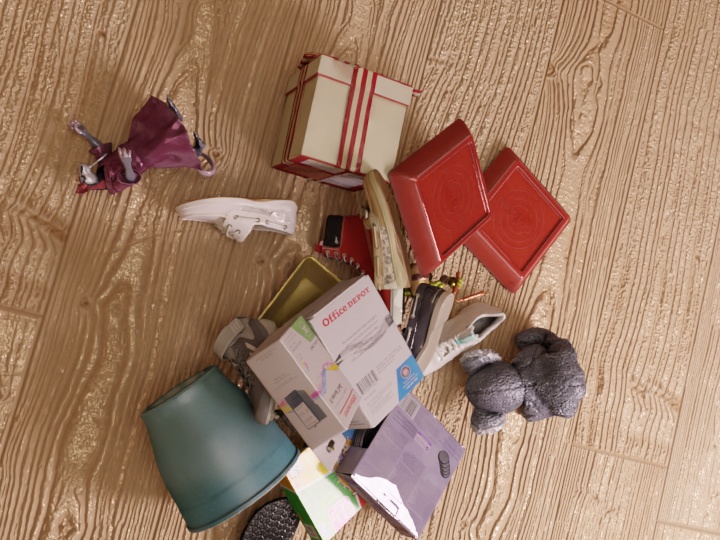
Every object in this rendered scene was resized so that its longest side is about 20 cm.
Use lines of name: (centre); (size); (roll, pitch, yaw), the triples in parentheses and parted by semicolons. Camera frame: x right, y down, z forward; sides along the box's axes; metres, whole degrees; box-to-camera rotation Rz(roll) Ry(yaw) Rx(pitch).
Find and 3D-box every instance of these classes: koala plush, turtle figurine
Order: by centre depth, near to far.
turtle figurine: (0.107, 0.005, 1.418); (0.200, 0.064, 0.162); (-12, 87, 7)
koala plush: (0.278, 0.200, 1.448); (0.200, 0.184, 0.178); (-5, 91, -11)

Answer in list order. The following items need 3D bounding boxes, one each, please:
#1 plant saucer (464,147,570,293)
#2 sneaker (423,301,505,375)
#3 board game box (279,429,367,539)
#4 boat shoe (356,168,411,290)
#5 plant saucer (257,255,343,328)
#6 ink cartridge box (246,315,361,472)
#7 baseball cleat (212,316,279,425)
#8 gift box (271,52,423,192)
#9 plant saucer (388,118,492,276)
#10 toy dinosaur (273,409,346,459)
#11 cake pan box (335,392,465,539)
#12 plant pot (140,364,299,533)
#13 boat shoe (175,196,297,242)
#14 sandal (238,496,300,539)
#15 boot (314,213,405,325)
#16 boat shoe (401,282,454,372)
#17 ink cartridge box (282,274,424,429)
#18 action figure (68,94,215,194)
plant saucer: (0.287, -0.094, 1.507); (0.200, 0.037, 0.200); (45, 75, -16)
sneaker: (0.168, 0.120, 1.435); (0.200, 0.088, 0.075); (-35, 103, -14)
board game box: (-0.035, 0.324, 1.342); (0.200, 0.040, 0.153); (-38, 109, -35)
boat shoe: (0.030, -0.058, 1.262); (0.063, 0.073, 0.200); (-11, 111, 12)
plant saucer: (-0.079, 0.110, 1.355); (0.200, 0.048, 0.200); (41, 74, -17)
ink cartridge box: (-0.066, 0.175, 1.167); (0.067, 0.117, 0.200); (-34, 96, 17)
baseball cleat: (-0.170, 0.147, 1.213); (0.106, 0.200, 0.070); (12, 124, -14)
gift box: (-0.020, -0.241, 1.306); (0.184, 0.200, 0.187); (14, 83, -27)
plant saucer: (0.147, -0.120, 1.345); (0.200, 0.037, 0.200); (-41, 125, -34)
toy dinosaur: (-0.100, 0.205, 1.274); (0.077, 0.102, 0.200); (-27, 61, -1)
cake pan box: (0.070, 0.320, 1.369); (0.200, 0.052, 0.184); (48, 57, -25)
plant pot: (-0.226, 0.255, 1.223); (0.200, 0.200, 0.188); (-35, 95, -19)
boat shoe: (-0.194, -0.080, 1.296); (0.200, 0.071, 0.069); (-1, 88, -24)
sandal: (-0.173, 0.446, 1.320); (0.075, 0.048, 0.201); (36, 89, -19)
boot: (0.000, 0.000, 1.359); (0.144, 0.072, 0.200); (-7, 81, 2)
boat shoe: (0.096, 0.112, 1.375); (0.073, 0.063, 0.200); (-21, 136, -58)
ink cartridge box: (-0.009, 0.129, 1.292); (0.145, 0.084, 0.200); (-38, 104, -39)
action figure: (-0.347, -0.172, 1.238); (0.200, 0.134, 0.149); (-37, 146, -6)
